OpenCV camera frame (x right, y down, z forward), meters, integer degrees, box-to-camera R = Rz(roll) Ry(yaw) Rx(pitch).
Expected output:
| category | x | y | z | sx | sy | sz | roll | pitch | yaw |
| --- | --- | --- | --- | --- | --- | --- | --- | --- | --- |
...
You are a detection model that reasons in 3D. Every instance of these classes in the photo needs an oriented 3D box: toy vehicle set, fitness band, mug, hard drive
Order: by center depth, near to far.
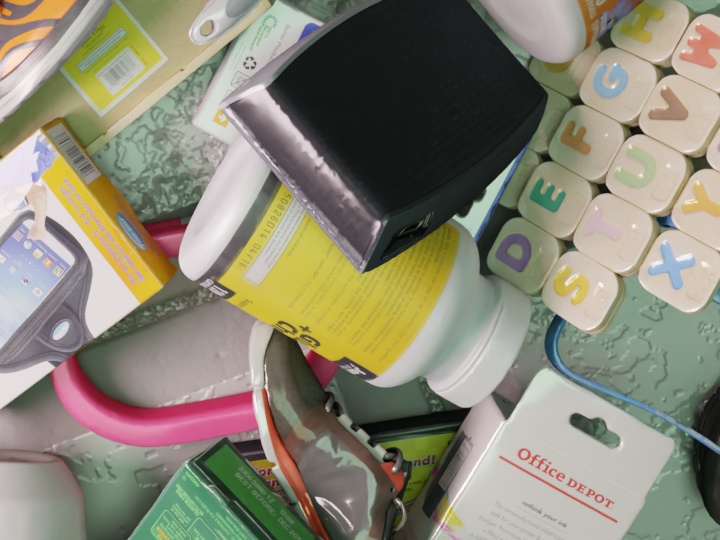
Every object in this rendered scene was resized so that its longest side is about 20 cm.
| category | x | y | z | sx | sy | sz | roll | pitch | yaw |
| --- | --- | --- | --- | --- | --- | --- | --- | --- | --- |
| hard drive | 0.025 | -0.096 | 0.763 | 0.135 | 0.200 | 0.042 | 49 | 136 | 3 |
| toy vehicle set | -0.165 | -0.148 | 0.793 | 0.199 | 0.027 | 0.125 | -36 | 106 | 13 |
| mug | -0.252 | 0.191 | 0.821 | 0.184 | 0.149 | 0.155 | 6 | 87 | -14 |
| fitness band | -0.106 | 0.039 | 0.860 | 0.197 | 0.037 | 0.145 | -10 | 105 | -4 |

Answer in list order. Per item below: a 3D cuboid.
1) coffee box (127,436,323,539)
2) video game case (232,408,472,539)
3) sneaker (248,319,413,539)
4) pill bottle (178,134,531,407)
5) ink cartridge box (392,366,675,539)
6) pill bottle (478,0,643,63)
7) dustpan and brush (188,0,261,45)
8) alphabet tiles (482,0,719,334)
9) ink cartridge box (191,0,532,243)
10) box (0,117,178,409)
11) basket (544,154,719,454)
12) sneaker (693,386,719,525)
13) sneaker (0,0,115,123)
| category | x | y | z | sx | sy | sz | roll | pitch | yaw |
| --- | --- | --- | --- | --- | --- | --- | --- | --- | --- |
| coffee box | -0.100 | 0.209 | 0.832 | 0.123 | 0.044 | 0.201 | 44 | 126 | 11 |
| video game case | 0.003 | 0.197 | 0.919 | 0.197 | 0.026 | 0.183 | -7 | 104 | -5 |
| sneaker | -0.010 | 0.117 | 0.828 | 0.081 | 0.077 | 0.202 | -19 | 97 | 5 |
| pill bottle | 0.000 | 0.000 | 0.791 | 0.199 | 0.112 | 0.113 | 31 | 98 | -15 |
| ink cartridge box | 0.105 | 0.161 | 0.875 | 0.116 | 0.067 | 0.201 | 29 | 99 | -12 |
| pill bottle | 0.160 | -0.226 | 0.787 | 0.199 | 0.112 | 0.113 | -40 | 106 | -7 |
| dustpan and brush | -0.026 | -0.200 | 0.761 | 0.199 | 0.057 | 0.140 | -40 | 120 | -5 |
| alphabet tiles | 0.157 | -0.068 | 0.804 | 0.015 | 0.195 | 0.202 | 19 | 103 | -48 |
| ink cartridge box | 0.001 | -0.090 | 0.841 | 0.198 | 0.037 | 0.095 | 27 | 98 | -8 |
| box | -0.225 | 0.014 | 0.814 | 0.199 | 0.042 | 0.119 | -36 | 99 | 13 |
| basket | 0.227 | 0.005 | 0.844 | 0.175 | 0.139 | 0.202 | 26 | 90 | -13 |
| sneaker | 0.296 | 0.092 | 0.900 | 0.075 | 0.091 | 0.202 | 21 | 101 | -16 |
| sneaker | -0.231 | -0.135 | 0.743 | 0.199 | 0.078 | 0.112 | -38 | 106 | 14 |
